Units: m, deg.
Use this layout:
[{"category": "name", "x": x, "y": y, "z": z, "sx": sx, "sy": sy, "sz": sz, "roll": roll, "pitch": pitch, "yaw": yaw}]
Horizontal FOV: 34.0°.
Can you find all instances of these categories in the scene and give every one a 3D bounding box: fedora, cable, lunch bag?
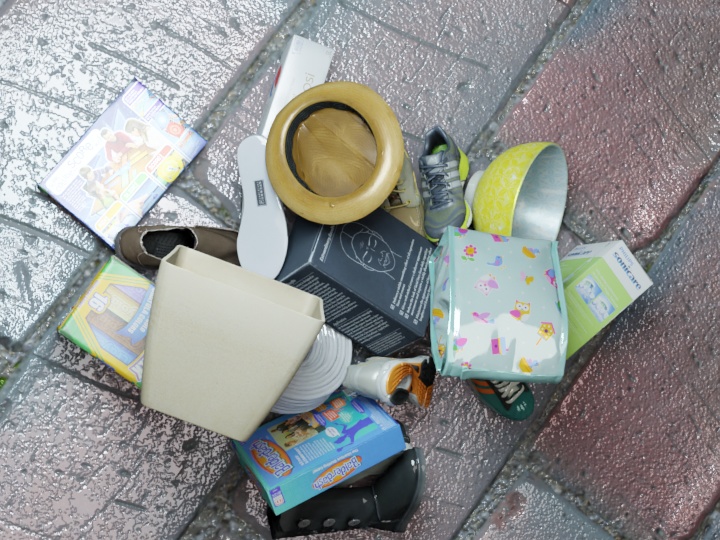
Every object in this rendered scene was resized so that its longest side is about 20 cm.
[{"category": "fedora", "x": -0.026, "y": -0.148, "z": 1.545, "sx": 0.200, "sy": 0.082, "sz": 0.201, "roll": -4, "pitch": 76, "yaw": 18}, {"category": "cable", "x": -0.106, "y": 0.098, "z": 1.614, "sx": 0.200, "sy": 0.069, "sz": 0.200, "roll": 54, "pitch": 45, "yaw": -4}, {"category": "lunch bag", "x": 0.181, "y": 0.058, "z": 1.563, "sx": 0.170, "sy": 0.122, "sz": 0.200, "roll": 6, "pitch": 60, "yaw": -12}]

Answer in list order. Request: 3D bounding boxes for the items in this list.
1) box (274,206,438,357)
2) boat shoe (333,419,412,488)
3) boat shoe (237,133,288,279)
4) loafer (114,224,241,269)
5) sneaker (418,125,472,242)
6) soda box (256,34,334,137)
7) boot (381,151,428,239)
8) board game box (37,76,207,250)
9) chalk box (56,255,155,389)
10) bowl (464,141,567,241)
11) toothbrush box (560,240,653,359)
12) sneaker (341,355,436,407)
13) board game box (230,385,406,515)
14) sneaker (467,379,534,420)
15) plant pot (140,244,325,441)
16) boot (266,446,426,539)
[{"category": "box", "x": 0.000, "y": 0.000, "z": 1.628, "sx": 0.200, "sy": 0.107, "sz": 0.149, "roll": 34, "pitch": 53, "yaw": -20}, {"category": "boat shoe", "x": -0.026, "y": 0.268, "z": 1.675, "sx": 0.200, "sy": 0.076, "sz": 0.060, "roll": -14, "pitch": 54, "yaw": -7}, {"category": "boat shoe", "x": -0.131, "y": -0.083, "z": 1.591, "sx": 0.068, "sy": 0.057, "sz": 0.201, "roll": -2, "pitch": 92, "yaw": 3}, {"category": "loafer", "x": -0.230, "y": -0.026, "z": 1.606, "sx": 0.200, "sy": 0.071, "sz": 0.073, "roll": -1, "pitch": 89, "yaw": -32}, {"category": "sneaker", "x": 0.110, "y": -0.122, "z": 1.670, "sx": 0.074, "sy": 0.200, "sz": 0.081, "roll": -19, "pitch": 133, "yaw": 18}, {"category": "soda box", "x": -0.101, "y": -0.225, "z": 1.666, "sx": 0.064, "sy": 0.068, "sz": 0.200, "roll": 20, "pitch": 83, "yaw": -14}, {"category": "boot", "x": 0.041, "y": -0.119, "z": 1.653, "sx": 0.072, "sy": 0.155, "sz": 0.200, "roll": -15, "pitch": 89, "yaw": 10}, {"category": "board game box", "x": -0.325, "y": -0.146, "z": 1.616, "sx": 0.135, "sy": 0.034, "sz": 0.200, "roll": 42, "pitch": 77, "yaw": -11}, {"category": "chalk box", "x": -0.288, "y": 0.089, "z": 1.573, "sx": 0.200, "sy": 0.124, "sz": 0.124, "roll": 37, "pitch": 78, "yaw": -10}, {"category": "bowl", "x": 0.215, "y": -0.097, "z": 1.720, "sx": 0.108, "sy": 0.200, "sz": 0.201, "roll": 14, "pitch": 82, "yaw": 29}, {"category": "toothbrush box", "x": 0.304, "y": 0.050, "z": 1.732, "sx": 0.200, "sy": 0.146, "sz": 0.086, "roll": -40, "pitch": 98, "yaw": -14}, {"category": "sneaker", "x": 0.042, "y": 0.148, "z": 1.656, "sx": 0.092, "sy": 0.200, "sz": 0.076, "roll": 9, "pitch": 86, "yaw": 24}, {"category": "board game box", "x": -0.060, "y": 0.239, "z": 1.617, "sx": 0.200, "sy": 0.152, "sz": 0.045, "roll": -24, "pitch": 118, "yaw": -15}, {"category": "sneaker", "x": 0.192, "y": 0.144, "z": 1.729, "sx": 0.071, "sy": 0.080, "sz": 0.200, "roll": -43, "pitch": 99, "yaw": -13}, {"category": "plant pot", "x": -0.169, "y": 0.094, "z": 1.442, "sx": 0.199, "sy": 0.200, "sz": 0.177, "roll": 21, "pitch": 94, "yaw": -5}, {"category": "boot", "x": -0.020, "y": 0.310, "z": 1.637, "sx": 0.200, "sy": 0.066, "sz": 0.165, "roll": 4, "pitch": 128, "yaw": -14}]
